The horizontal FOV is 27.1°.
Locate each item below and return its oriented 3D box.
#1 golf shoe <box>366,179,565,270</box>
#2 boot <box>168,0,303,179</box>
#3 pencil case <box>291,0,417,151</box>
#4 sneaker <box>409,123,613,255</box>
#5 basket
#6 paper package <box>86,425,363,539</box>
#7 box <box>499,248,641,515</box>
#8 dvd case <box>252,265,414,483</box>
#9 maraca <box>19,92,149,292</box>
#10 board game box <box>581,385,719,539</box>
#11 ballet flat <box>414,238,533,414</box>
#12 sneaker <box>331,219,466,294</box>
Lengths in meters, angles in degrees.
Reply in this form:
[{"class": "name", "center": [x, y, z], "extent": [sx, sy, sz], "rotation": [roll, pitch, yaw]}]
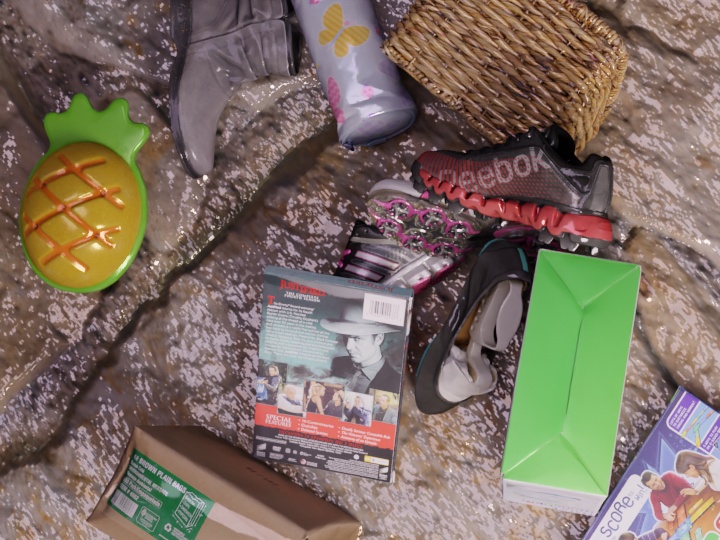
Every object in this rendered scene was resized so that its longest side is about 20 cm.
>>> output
[{"class": "golf shoe", "center": [0.097, -0.060, 1.404], "extent": [0.198, 0.073, 0.093], "rotation": [10, 55, -19]}, {"class": "boot", "center": [-0.124, -0.196, 1.508], "extent": [0.130, 0.070, 0.203], "rotation": [-2, 88, 9]}, {"class": "pencil case", "center": [-0.012, -0.222, 1.468], "extent": [0.082, 0.091, 0.202], "rotation": [-22, 79, 6]}, {"class": "sneaker", "center": [0.134, -0.083, 1.286], "extent": [0.199, 0.071, 0.099], "rotation": [18, 96, 33]}, {"class": "basket", "center": [0.145, -0.197, 1.395], "extent": [0.200, 0.143, 0.150], "rotation": [40, 98, 17]}, {"class": "paper package", "center": [-0.122, 0.235, 1.394], "extent": [0.199, 0.190, 0.104], "rotation": [29, 91, 16]}, {"class": "box", "center": [0.182, 0.104, 1.322], "extent": [0.095, 0.177, 0.203], "rotation": [9, 76, 9]}, {"class": "dvd case", "center": [-0.028, 0.100, 1.419], "extent": [0.144, 0.022, 0.202], "rotation": [9, 116, 9]}, {"class": "maraca", "center": [-0.277, -0.078, 1.510], "extent": [0.135, 0.107, 0.203], "rotation": [8, 86, 8]}, {"class": "board game box", "center": [0.296, 0.228, 1.369], "extent": [0.135, 0.034, 0.201], "rotation": [34, 93, 16]}, {"class": "ballet flat", "center": [0.104, 0.066, 1.380], "extent": [0.069, 0.067, 0.202], "rotation": [57, 133, 50]}, {"class": "sneaker", "center": [0.000, 0.000, 1.451], "extent": [0.198, 0.074, 0.088], "rotation": [-28, 78, 5]}]
